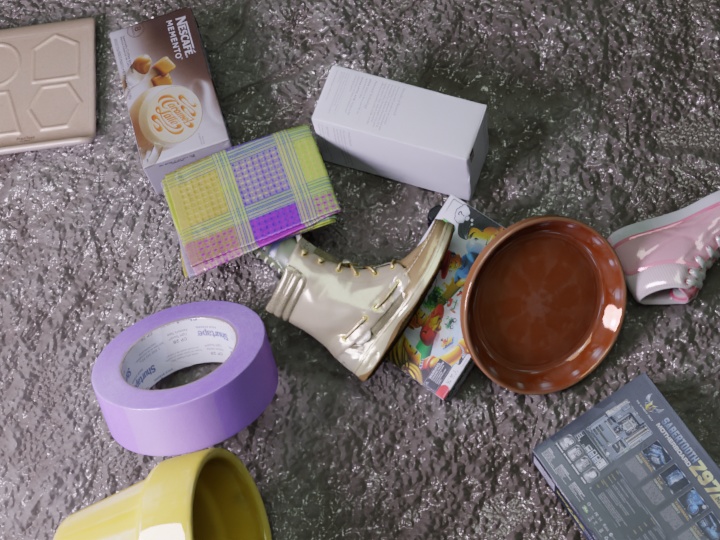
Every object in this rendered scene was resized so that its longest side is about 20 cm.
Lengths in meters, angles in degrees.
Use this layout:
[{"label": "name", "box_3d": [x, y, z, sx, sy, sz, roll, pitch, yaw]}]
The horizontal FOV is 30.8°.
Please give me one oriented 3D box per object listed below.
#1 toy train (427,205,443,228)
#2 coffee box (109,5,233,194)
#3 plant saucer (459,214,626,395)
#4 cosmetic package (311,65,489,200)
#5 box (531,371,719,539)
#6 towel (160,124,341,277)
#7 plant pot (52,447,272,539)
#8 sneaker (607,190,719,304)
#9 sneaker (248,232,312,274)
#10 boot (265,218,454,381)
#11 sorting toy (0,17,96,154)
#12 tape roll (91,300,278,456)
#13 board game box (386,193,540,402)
[{"label": "toy train", "box_3d": [0.151, -0.007, 1.526, 0.034, 0.046, 0.200, -42, 70, -11]}, {"label": "coffee box", "box_3d": [-0.232, -0.213, 1.635, 0.113, 0.080, 0.202, -17, 67, 0]}, {"label": "plant saucer", "box_3d": [0.201, 0.037, 1.452, 0.198, 0.032, 0.203, -4, 104, -18]}, {"label": "cosmetic package", "box_3d": [0.050, -0.164, 1.567, 0.197, 0.113, 0.082, 16, 70, 11]}, {"label": "box", "box_3d": [0.302, 0.235, 1.408, 0.157, 0.051, 0.201, -33, 67, -7]}, {"label": "towel", "box_3d": [-0.133, -0.085, 1.538, 0.198, 0.023, 0.145, -22, 63, 1]}, {"label": "plant pot", "box_3d": [-0.213, 0.304, 1.376, 0.187, 0.201, 0.203, -15, 66, 18]}, {"label": "sneaker", "box_3d": [0.389, -0.021, 1.487, 0.198, 0.075, 0.106, -20, 62, 7]}, {"label": "sneaker", "box_3d": [-0.108, -0.034, 1.562, 0.089, 0.067, 0.202, -26, 67, 5]}, {"label": "boot", "box_3d": [0.000, 0.000, 1.461, 0.155, 0.073, 0.201, 34, 98, 6]}, {"label": "sorting toy", "box_3d": [-0.430, -0.234, 1.696, 0.182, 0.037, 0.202, -7, 63, 4]}, {"label": "tape roll", "box_3d": [-0.193, 0.116, 1.450, 0.197, 0.066, 0.201, -10, 31, 6]}, {"label": "board game box", "box_3d": [0.103, 0.031, 1.492, 0.126, 0.035, 0.201, 33, 92, 21]}]
